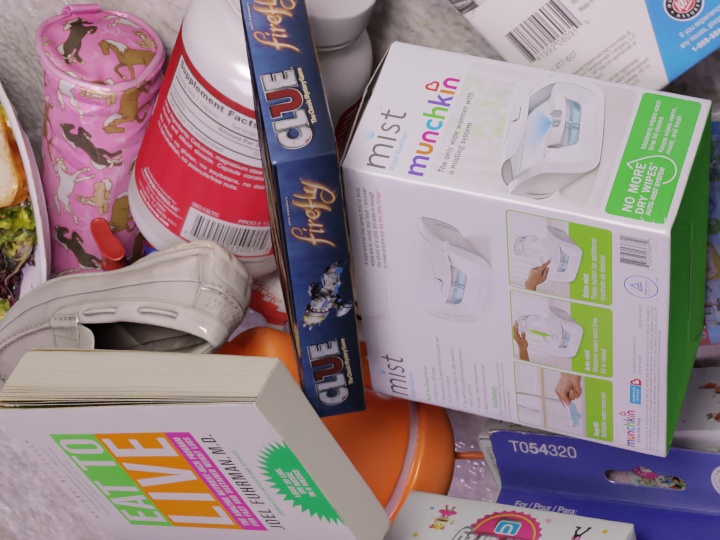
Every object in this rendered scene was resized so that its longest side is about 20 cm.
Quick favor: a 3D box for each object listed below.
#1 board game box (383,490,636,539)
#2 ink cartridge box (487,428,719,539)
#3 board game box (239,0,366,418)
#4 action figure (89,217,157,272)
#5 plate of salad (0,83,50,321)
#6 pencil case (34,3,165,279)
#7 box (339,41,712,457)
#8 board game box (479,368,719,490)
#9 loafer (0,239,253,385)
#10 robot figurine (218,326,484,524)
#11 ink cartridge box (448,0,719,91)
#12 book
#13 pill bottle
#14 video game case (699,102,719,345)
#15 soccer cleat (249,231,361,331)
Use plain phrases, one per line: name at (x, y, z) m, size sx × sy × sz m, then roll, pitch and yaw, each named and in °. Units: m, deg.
board game box at (0.102, 0.234, 1.449) m, size 0.146 × 0.064 × 0.201 m, roll 7°, pitch 130°, yaw 28°
ink cartridge box at (0.173, 0.190, 1.441) m, size 0.195 × 0.043 × 0.201 m, roll 4°, pitch 129°, yaw 29°
board game box at (-0.031, -0.037, 1.294) m, size 0.034 × 0.136 × 0.201 m, roll -9°, pitch 138°, yaw -3°
action figure at (-0.115, 0.048, 1.537) m, size 0.099 × 0.065 × 0.201 m, roll 51°, pitch 162°, yaw 29°
plate of salad at (-0.241, -0.041, 1.545) m, size 0.200 × 0.048 × 0.202 m, roll 43°, pitch 139°, yaw 52°
pencil case at (-0.165, -0.067, 1.520) m, size 0.086 × 0.083 × 0.201 m, roll 24°, pitch 135°, yaw 15°
box at (0.090, -0.007, 1.304) m, size 0.175 × 0.097 × 0.201 m, roll 12°, pitch 145°, yaw 16°
board game box at (0.189, 0.136, 1.471) m, size 0.199 × 0.064 × 0.148 m, roll -4°, pitch 123°, yaw 35°
loafer at (-0.149, 0.039, 1.437) m, size 0.199 × 0.070 × 0.070 m, roll -21°, pitch 130°, yaw 38°
robot figurine at (-0.028, 0.106, 1.484) m, size 0.199 × 0.145 × 0.116 m, roll 20°, pitch 180°, yaw -25°
ink cartridge box at (0.106, -0.188, 1.255) m, size 0.200 × 0.084 × 0.146 m, roll 46°, pitch 136°, yaw -9°
book at (-0.094, 0.104, 1.377) m, size 0.199 × 0.048 × 0.134 m, roll -2°, pitch 134°, yaw 39°
pill bottle at (-0.058, -0.099, 1.406) m, size 0.112 × 0.112 × 0.201 m, roll 30°, pitch 132°, yaw 6°
video game case at (0.145, -0.019, 1.384) m, size 0.198 × 0.017 × 0.144 m, roll -5°, pitch 116°, yaw 24°
soccer cleat at (0.000, 0.000, 1.488) m, size 0.198 × 0.069 × 0.086 m, roll 17°, pitch 128°, yaw 14°
